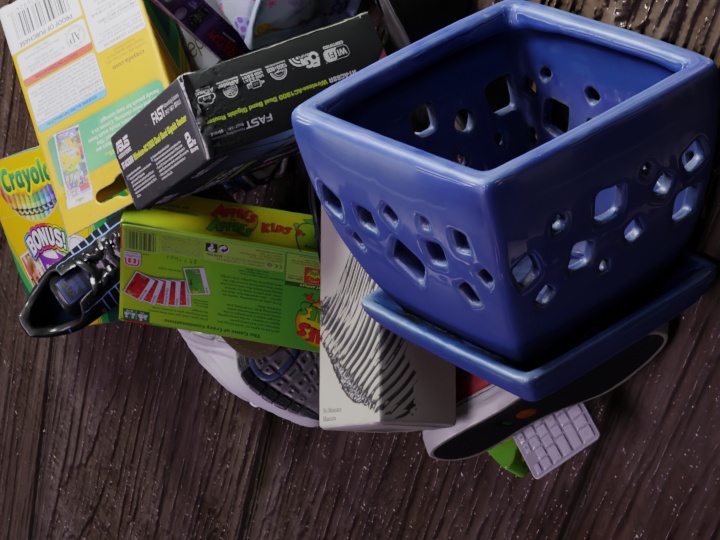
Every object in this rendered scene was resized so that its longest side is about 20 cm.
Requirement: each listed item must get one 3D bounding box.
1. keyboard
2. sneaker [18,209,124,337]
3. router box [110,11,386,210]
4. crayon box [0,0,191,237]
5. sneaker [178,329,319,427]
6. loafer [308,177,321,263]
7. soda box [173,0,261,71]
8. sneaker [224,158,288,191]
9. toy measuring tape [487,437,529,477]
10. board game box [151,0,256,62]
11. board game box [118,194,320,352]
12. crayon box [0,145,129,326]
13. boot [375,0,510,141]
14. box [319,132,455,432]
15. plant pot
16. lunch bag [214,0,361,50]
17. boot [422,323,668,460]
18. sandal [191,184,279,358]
[{"bbox_3d":[0.103,0.051,1.631,0.056,0.011,0.201,-38,60,20],"label":"keyboard"},{"bbox_3d":[-0.221,-0.002,2.033,0.200,0.078,0.070,-41,85,29],"label":"sneaker"},{"bbox_3d":[-0.079,-0.109,1.631,0.062,0.149,0.200,69,159,2],"label":"router box"},{"bbox_3d":[-0.194,-0.137,1.791,0.125,0.052,0.201,-26,71,22],"label":"crayon box"},{"bbox_3d":[-0.082,0.081,1.968,0.200,0.074,0.087,36,155,44],"label":"sneaker"},{"bbox_3d":[0.000,0.000,1.701,0.068,0.070,0.202,-24,65,22],"label":"loafer"},{"bbox_3d":[-0.120,-0.184,1.836,0.068,0.063,0.200,63,149,7],"label":"soda box"},{"bbox_3d":[-0.107,-0.091,1.866,0.077,0.075,0.200,57,153,13],"label":"sneaker"},{"bbox_3d":[0.086,0.076,1.688,0.200,0.073,0.074,44,143,39],"label":"toy measuring tape"},{"bbox_3d":[-0.155,-0.216,1.666,0.120,0.032,0.200,47,-176,36],"label":"board game box"},{"bbox_3d":[-0.087,0.002,1.806,0.199,0.048,0.102,9,130,4],"label":"board game box"},{"bbox_3d":[-0.271,-0.036,2.174,0.200,0.058,0.174,-9,103,58],"label":"crayon box"},{"bbox_3d":[0.017,-0.149,1.641,0.174,0.069,0.201,-18,96,59],"label":"boot"},{"bbox_3d":[0.019,0.009,1.580,0.082,0.068,0.202,-13,76,56],"label":"box"},{"bbox_3d":[0.101,-0.041,1.465,0.200,0.199,0.181,25,136,47],"label":"plant pot"},{"bbox_3d":[-0.064,-0.288,1.621,0.170,0.127,0.200,53,141,25],"label":"lunch bag"},{"bbox_3d":[0.111,0.027,1.584,0.199,0.072,0.145,-28,62,30],"label":"boot"},{"bbox_3d":[-0.121,-0.028,1.882,0.212,0.077,0.070,61,173,-34],"label":"sandal"}]
